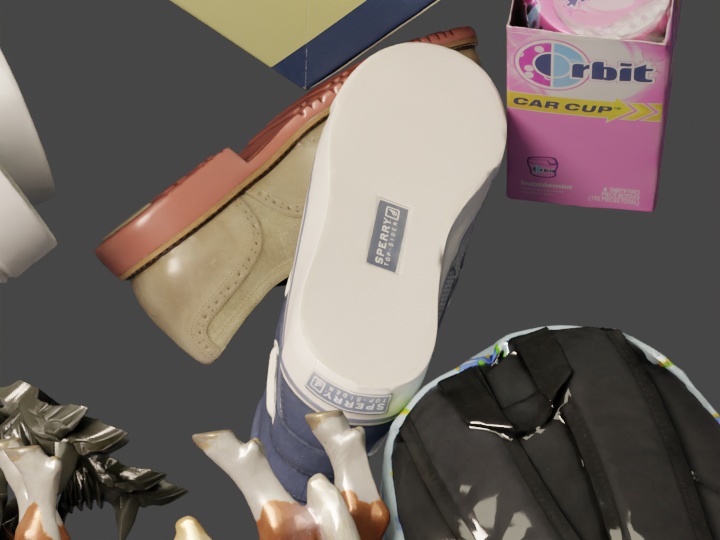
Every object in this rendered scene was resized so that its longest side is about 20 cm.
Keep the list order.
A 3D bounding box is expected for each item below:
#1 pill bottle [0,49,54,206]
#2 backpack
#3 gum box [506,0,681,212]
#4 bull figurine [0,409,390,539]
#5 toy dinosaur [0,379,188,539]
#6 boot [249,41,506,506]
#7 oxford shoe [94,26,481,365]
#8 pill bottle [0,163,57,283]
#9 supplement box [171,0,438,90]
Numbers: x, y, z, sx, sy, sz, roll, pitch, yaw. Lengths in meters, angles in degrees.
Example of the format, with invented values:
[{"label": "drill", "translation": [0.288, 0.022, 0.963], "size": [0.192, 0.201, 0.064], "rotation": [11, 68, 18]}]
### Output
[{"label": "pill bottle", "translation": [-0.232, -0.029, 0.910], "size": [0.200, 0.109, 0.109], "rotation": [-23, 57, -11]}, {"label": "backpack", "translation": [0.081, 0.119, 0.780], "size": [0.163, 0.154, 0.200], "rotation": [-25, 79, -6]}, {"label": "gum box", "translation": [0.106, -0.140, 0.957], "size": [0.066, 0.114, 0.200], "rotation": [6, 56, 8]}, {"label": "bull figurine", "translation": [-0.079, 0.115, 0.746], "size": [0.200, 0.065, 0.122], "rotation": [-6, 91, 6]}, {"label": "toy dinosaur", "translation": [-0.136, 0.114, 0.822], "size": [0.200, 0.102, 0.136], "rotation": [29, 78, -2]}, {"label": "boot", "translation": [0.000, 0.000, 0.872], "size": [0.073, 0.090, 0.200], "rotation": [24, 45, -3]}, {"label": "oxford shoe", "translation": [-0.016, -0.033, 0.937], "size": [0.200, 0.070, 0.075], "rotation": [-36, 93, -25]}, {"label": "pill bottle", "translation": [-0.214, 0.017, 0.809], "size": [0.200, 0.112, 0.112], "rotation": [-37, 60, -5]}, {"label": "supplement box", "translation": [-0.026, -0.210, 0.890], "size": [0.200, 0.200, 0.134], "rotation": [32, 50, -27]}]
